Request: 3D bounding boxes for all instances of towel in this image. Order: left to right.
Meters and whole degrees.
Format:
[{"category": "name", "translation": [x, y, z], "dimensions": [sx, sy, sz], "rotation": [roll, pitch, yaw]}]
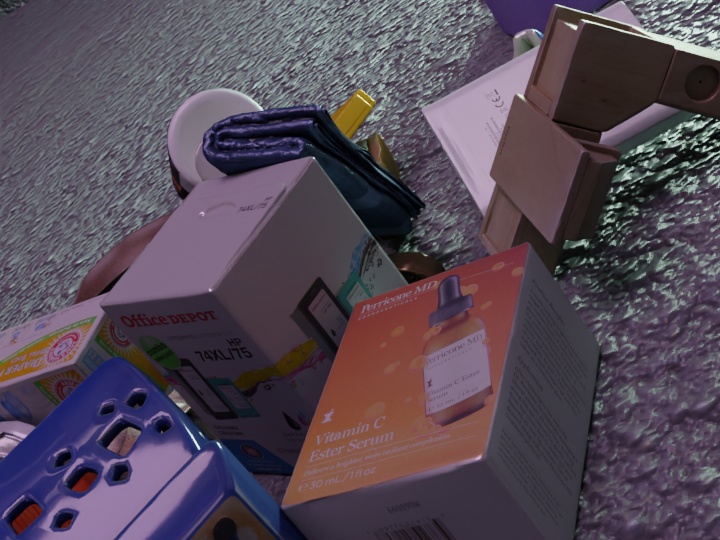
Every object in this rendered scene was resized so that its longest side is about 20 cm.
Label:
[{"category": "towel", "translation": [-0.036, -0.078, 1.062], "dimensions": [0.112, 0.200, 0.049], "rotation": [-1, 74, 28]}]

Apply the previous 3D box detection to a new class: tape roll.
[{"category": "tape roll", "translation": [0.226, -0.346, 1.418], "dimensions": [0.200, 0.066, 0.200], "rotation": [-29, 26, 16]}]

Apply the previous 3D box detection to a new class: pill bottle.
[{"category": "pill bottle", "translation": [-0.147, -0.114, 1.339], "dimensions": [0.106, 0.106, 0.200], "rotation": [-42, -1, -10]}]

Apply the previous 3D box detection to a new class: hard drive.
[{"category": "hard drive", "translation": [0.168, -0.136, 1.102], "dimensions": [0.200, 0.027, 0.132], "rotation": [-29, 57, 3]}]

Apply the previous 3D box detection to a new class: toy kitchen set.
[{"category": "toy kitchen set", "translation": [0.215, -0.072, 0.980], "dimensions": [0.163, 0.180, 0.200], "rotation": [-113, 38, -66]}]

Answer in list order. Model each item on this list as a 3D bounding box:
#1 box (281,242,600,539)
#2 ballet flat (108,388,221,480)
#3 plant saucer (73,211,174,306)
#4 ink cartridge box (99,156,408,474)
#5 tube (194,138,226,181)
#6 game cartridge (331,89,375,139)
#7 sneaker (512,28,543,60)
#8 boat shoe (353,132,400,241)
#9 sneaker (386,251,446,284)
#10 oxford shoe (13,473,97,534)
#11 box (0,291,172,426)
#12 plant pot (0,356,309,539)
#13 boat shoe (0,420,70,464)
[{"category": "box", "translation": [0.060, 0.100, 0.850], "dimensions": [0.152, 0.106, 0.200], "rotation": [-21, 31, 30]}, {"category": "ballet flat", "translation": [-0.146, 0.135, 1.083], "dimensions": [0.067, 0.068, 0.200], "rotation": [22, 24, 16]}, {"category": "plant saucer", "translation": [-0.223, -0.006, 1.335], "dimensions": [0.200, 0.037, 0.200], "rotation": [-37, -7, -6]}, {"category": "ink cartridge box", "translation": [-0.063, 0.040, 0.994], "dimensions": [0.147, 0.200, 0.146], "rotation": [-7, 39, 46]}, {"category": "tube", "translation": [-0.107, -0.079, 1.174], "dimensions": [0.058, 0.052, 0.200], "rotation": [-9, -10, 1]}, {"category": "game cartridge", "translation": [-0.071, -0.086, 1.325], "dimensions": [0.176, 0.032, 0.200], "rotation": [-56, 11, -33]}, {"category": "sneaker", "translation": [0.144, -0.141, 1.173], "dimensions": [0.076, 0.077, 0.200], "rotation": [-16, 36, 34]}, {"category": "boat shoe", "translation": [0.004, -0.072, 1.244], "dimensions": [0.070, 0.070, 0.200], "rotation": [-26, 19, 8]}, {"category": "sneaker", "translation": [0.000, 0.000, 1.129], "dimensions": [0.200, 0.067, 0.090], "rotation": [-17, 37, 41]}, {"category": "oxford shoe", "translation": [-0.257, 0.209, 1.132], "dimensions": [0.200, 0.071, 0.073], "rotation": [-32, 5, 4]}, {"category": "box", "translation": [-0.291, 0.112, 1.261], "dimensions": [0.200, 0.113, 0.101], "rotation": [-18, 33, 33]}, {"category": "plant pot", "translation": [-0.134, 0.203, 0.832], "dimensions": [0.200, 0.200, 0.180], "rotation": [-47, 34, -18]}, {"category": "boat shoe", "translation": [-0.371, 0.188, 1.224], "dimensions": [0.202, 0.075, 0.086], "rotation": [10, 46, 18]}]
